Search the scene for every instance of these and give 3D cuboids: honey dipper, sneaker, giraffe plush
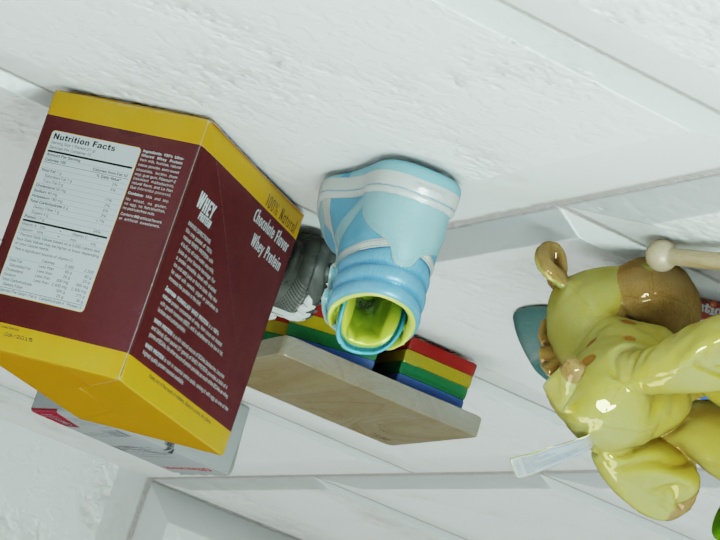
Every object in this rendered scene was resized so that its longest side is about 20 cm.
[{"bbox_3d":[0.260,-0.005,1.689,0.038,0.038,0.199,29,168,-38],"label":"honey dipper"},{"bbox_3d":[-0.082,0.000,2.095,0.090,0.067,0.200,20,169,-17],"label":"sneaker"},{"bbox_3d":[0.000,0.000,1.844,0.079,0.131,0.200,20,167,-11],"label":"sneaker"},{"bbox_3d":[0.188,0.060,1.785,0.198,0.163,0.173,-6,130,-4],"label":"giraffe plush"}]

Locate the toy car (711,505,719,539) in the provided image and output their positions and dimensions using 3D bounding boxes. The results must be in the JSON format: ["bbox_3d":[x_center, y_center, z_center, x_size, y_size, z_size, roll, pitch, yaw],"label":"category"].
[{"bbox_3d":[0.369,0.188,2.094,0.164,0.159,0.200,30,178,-4],"label":"toy car"}]

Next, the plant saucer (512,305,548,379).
[{"bbox_3d":[0.212,0.082,2.090,0.199,0.036,0.200,18,167,4],"label":"plant saucer"}]

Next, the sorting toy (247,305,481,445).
[{"bbox_3d":[-0.010,0.087,2.338,0.198,0.070,0.200,24,166,-19],"label":"sorting toy"}]

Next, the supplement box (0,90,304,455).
[{"bbox_3d":[-0.162,0.003,1.925,0.132,0.201,0.197,12,165,24],"label":"supplement box"}]

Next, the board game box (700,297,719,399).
[{"bbox_3d":[0.260,0.071,1.935,0.102,0.020,0.200,13,157,10],"label":"board game box"}]

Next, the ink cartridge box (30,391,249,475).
[{"bbox_3d":[-0.245,0.157,2.910,0.199,0.084,0.145,25,165,-27],"label":"ink cartridge box"}]
